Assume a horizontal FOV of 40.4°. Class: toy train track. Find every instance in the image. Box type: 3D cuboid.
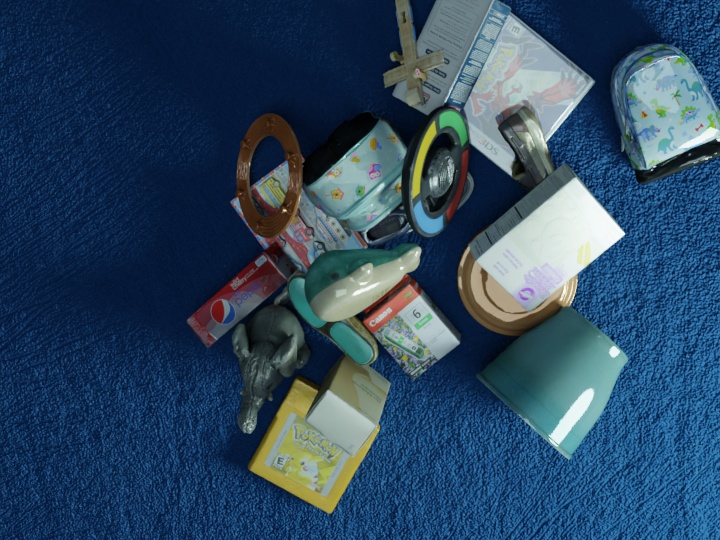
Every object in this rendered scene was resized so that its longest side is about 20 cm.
[{"bbox_3d":[0.068,-0.356,1.519,0.114,0.032,0.201,-15,77,37],"label":"toy train track"}]

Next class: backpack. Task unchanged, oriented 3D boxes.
[{"bbox_3d":[0.464,-0.249,1.492,0.162,0.154,0.201,-20,88,18],"label":"backpack"},{"bbox_3d":[-0.001,-0.152,1.520,0.176,0.200,0.153,-40,97,-1],"label":"backpack"}]

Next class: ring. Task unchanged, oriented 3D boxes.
[{"bbox_3d":[-0.154,-0.152,1.575,0.019,0.200,0.201,-1,109,-35],"label":"ring"}]

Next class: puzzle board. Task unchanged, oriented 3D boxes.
[{"bbox_3d":[-0.105,-0.078,1.661,0.150,0.017,0.200,-34,98,14],"label":"puzzle board"}]

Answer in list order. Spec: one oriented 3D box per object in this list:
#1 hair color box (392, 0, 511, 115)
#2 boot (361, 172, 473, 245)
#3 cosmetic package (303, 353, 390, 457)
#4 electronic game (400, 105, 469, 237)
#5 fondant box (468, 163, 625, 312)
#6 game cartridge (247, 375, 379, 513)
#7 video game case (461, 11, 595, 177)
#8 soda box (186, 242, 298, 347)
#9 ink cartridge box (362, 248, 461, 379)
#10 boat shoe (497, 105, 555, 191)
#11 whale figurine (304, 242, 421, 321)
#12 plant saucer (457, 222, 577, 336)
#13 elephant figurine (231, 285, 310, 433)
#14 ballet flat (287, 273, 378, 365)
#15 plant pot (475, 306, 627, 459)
[{"bbox_3d":[0.141,-0.339,1.521,0.100,0.060,0.201,36,109,32],"label":"hair color box"},{"bbox_3d":[0.094,-0.098,1.591,0.199,0.090,0.073,-30,99,13],"label":"boot"},{"bbox_3d":[-0.018,0.217,1.628,0.105,0.200,0.071,36,106,-3],"label":"cosmetic package"},{"bbox_3d":[0.118,-0.150,1.490,0.041,0.200,0.201,13,107,28],"label":"electronic game"},{"bbox_3d":[0.293,-0.049,1.540,0.200,0.058,0.144,-41,118,15],"label":"fondant box"},{"bbox_3d":[-0.083,0.312,1.748,0.176,0.032,0.201,28,107,0],"label":"game cartridge"},{"bbox_3d":[0.241,-0.279,1.563,0.182,0.023,0.200,38,105,-3],"label":"video game case"},{"bbox_3d":[-0.203,0.042,1.667,0.200,0.070,0.063,-39,95,20],"label":"soda box"},{"bbox_3d":[0.067,0.074,1.659,0.109,0.050,0.200,-39,97,15],"label":"ink cartridge box"},{"bbox_3d":[0.269,-0.162,1.543,0.065,0.072,0.201,-24,123,3],"label":"boat shoe"},{"bbox_3d":[0.000,0.000,1.582,0.199,0.159,0.104,-29,75,-5],"label":"whale figurine"},{"bbox_3d":[0.261,0.014,1.629,0.199,0.032,0.201,2,105,7],"label":"plant saucer"},{"bbox_3d":[-0.156,0.147,1.628,0.141,0.200,0.156,-29,99,13],"label":"elephant figurine"},{"bbox_3d":[-0.046,0.080,1.668,0.200,0.071,0.071,45,105,-1],"label":"ballet flat"},{"bbox_3d":[0.322,0.168,1.587,0.200,0.200,0.188,41,91,-4],"label":"plant pot"}]
